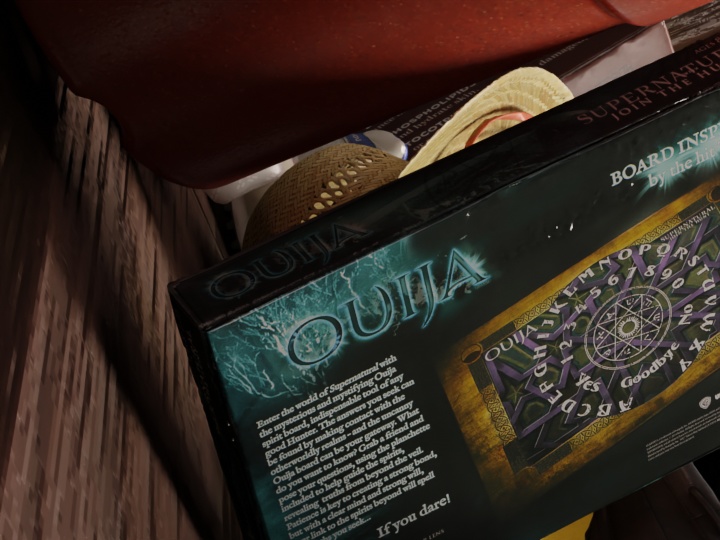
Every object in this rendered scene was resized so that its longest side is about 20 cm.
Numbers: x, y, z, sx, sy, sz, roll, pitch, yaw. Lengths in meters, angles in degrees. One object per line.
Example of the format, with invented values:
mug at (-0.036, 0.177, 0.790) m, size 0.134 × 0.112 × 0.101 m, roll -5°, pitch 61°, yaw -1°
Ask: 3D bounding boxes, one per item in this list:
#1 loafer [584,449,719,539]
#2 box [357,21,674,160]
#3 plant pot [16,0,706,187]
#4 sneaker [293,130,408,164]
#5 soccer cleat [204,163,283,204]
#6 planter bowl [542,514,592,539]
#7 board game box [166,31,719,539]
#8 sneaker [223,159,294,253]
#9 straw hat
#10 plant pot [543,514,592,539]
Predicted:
loafer at (0.126, 0.086, 0.963) m, size 0.068 × 0.070 × 0.201 m, roll 61°, pitch 13°, yaw -23°
box at (0.073, -0.046, 1.301) m, size 0.200 × 0.164 × 0.166 m, roll 28°, pitch -34°, yaw 59°
plant pot at (0.002, -0.131, 0.711) m, size 0.201 × 0.195 × 0.201 m, roll 51°, pitch 23°, yaw -31°
sneaker at (0.016, 0.030, 1.141) m, size 0.075 × 0.088 × 0.201 m, roll -75°, pitch 145°, yaw -86°
soccer cleat at (-0.055, -0.085, 0.917) m, size 0.087 × 0.070 × 0.200 m, roll 58°, pitch 15°, yaw -18°
planter bowl at (0.080, 0.141, 1.125) m, size 0.083 × 0.200 × 0.201 m, roll 25°, pitch -26°, yaw 38°
board game box at (0.050, 0.021, 0.724) m, size 0.028 × 0.199 × 0.136 m, roll 46°, pitch -24°, yaw 50°
sneaker at (0.010, 0.025, 1.036) m, size 0.070 × 0.093 × 0.201 m, roll 24°, pitch 44°, yaw -84°
straw hat at (0.000, 0.000, 0.940) m, size 0.085 × 0.201 × 0.201 m, roll 26°, pitch -16°, yaw 25°
plant pot at (0.123, 0.153, 1.289) m, size 0.195 × 0.200 × 0.202 m, roll -49°, pitch 117°, yaw -77°
